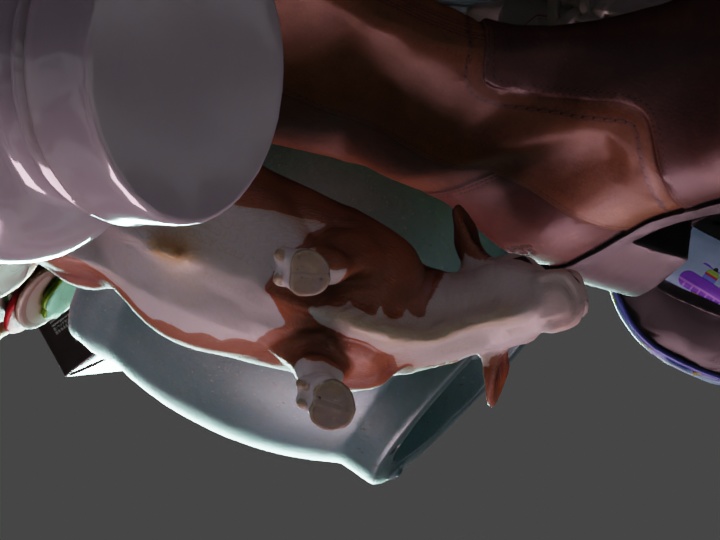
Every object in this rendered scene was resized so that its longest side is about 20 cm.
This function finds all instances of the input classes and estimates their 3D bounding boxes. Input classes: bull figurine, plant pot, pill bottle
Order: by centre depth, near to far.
[{"bbox_3d":[-0.125,-0.057,0.671,0.200,0.109,0.109,4,-177,35],"label":"pill bottle"},{"bbox_3d":[-0.030,0.000,0.755,0.199,0.065,0.121,17,-171,9],"label":"bull figurine"},{"bbox_3d":[0.000,0.000,0.974,0.134,0.200,0.200,43,-169,10],"label":"plant pot"}]

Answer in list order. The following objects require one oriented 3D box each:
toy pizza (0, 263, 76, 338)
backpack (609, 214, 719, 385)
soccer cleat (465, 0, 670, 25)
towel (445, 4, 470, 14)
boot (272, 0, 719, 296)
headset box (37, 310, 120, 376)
[{"bbox_3d":[-0.117,-0.035,0.976,0.032,0.200,0.200,38,-170,11],"label":"toy pizza"},{"bbox_3d":[0.190,-0.033,1.052,0.200,0.183,0.135,16,-166,-22],"label":"backpack"},{"bbox_3d":[0.101,-0.078,0.866,0.086,0.070,0.200,8,178,-22],"label":"soccer cleat"},{"bbox_3d":[0.027,-0.063,1.111,0.200,0.144,0.023,1,-140,-30],"label":"towel"},{"bbox_3d":[0.041,-0.078,0.755,0.200,0.069,0.188,21,151,-16],"label":"boot"},{"bbox_3d":[-0.142,-0.050,1.282,0.077,0.200,0.149,-36,168,20],"label":"headset box"}]
